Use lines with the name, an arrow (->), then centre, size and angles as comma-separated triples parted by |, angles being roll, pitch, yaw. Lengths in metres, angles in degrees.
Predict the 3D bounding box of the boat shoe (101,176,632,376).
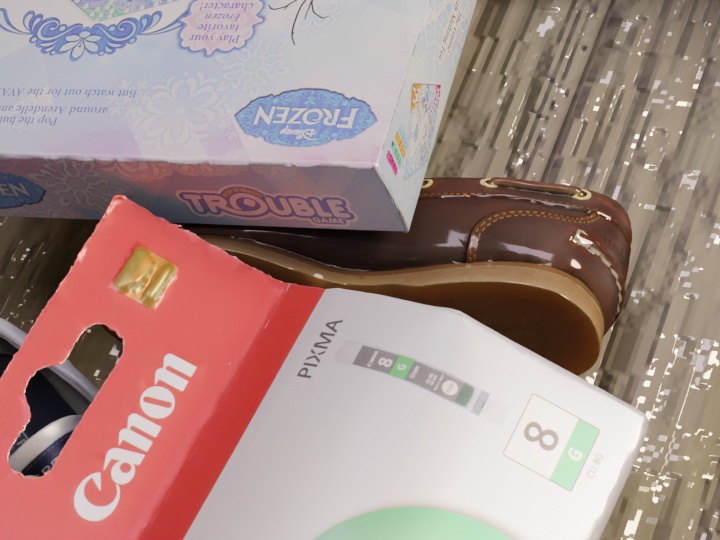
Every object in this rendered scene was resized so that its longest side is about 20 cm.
boat shoe -> 0.000, 0.000, 0.840 | 0.199, 0.071, 0.070 | 4, 45, 18

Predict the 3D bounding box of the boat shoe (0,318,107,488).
boat shoe -> -0.101, 0.081, 0.804 | 0.074, 0.065, 0.200 | -41, 52, -17

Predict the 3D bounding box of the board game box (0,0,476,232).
board game box -> -0.055, -0.108, 0.864 | 0.199, 0.043, 0.199 | 3, 55, 23

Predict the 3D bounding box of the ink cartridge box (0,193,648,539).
ink cartridge box -> -0.026, 0.071, 0.749 | 0.200, 0.050, 0.161 | 29, 61, 1
